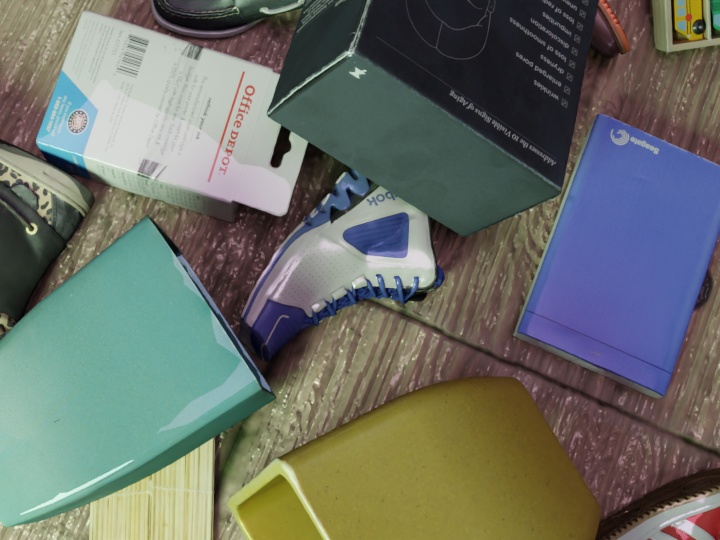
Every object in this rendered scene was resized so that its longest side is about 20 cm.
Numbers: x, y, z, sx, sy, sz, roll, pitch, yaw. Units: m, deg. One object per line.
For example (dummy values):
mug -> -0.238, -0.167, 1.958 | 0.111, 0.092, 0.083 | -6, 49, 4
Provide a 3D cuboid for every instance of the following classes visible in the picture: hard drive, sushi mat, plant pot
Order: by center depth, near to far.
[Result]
plant pot -> 0.050, 0.182, 0.851 | 0.199, 0.194, 0.197 | -31, 83, -24
plant pot -> -0.184, 0.087, 0.856 | 0.199, 0.141, 0.142 | -35, 83, -4
sushi mat -> -0.159, 0.130, 0.921 | 0.094, 0.012, 0.203 | 1, 77, -5
hard drive -> 0.222, -0.014, 0.989 | 0.131, 0.025, 0.202 | 23, 77, -1

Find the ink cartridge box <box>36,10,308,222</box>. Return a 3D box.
ink cartridge box -> -0.140, -0.114, 0.947 | 0.197, 0.068, 0.117 | 17, 77, -2

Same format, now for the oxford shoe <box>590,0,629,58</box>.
oxford shoe -> 0.144, -0.241, 1.017 | 0.200, 0.071, 0.073 | 45, 97, 8

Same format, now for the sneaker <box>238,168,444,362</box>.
sneaker -> 0.000, -0.001, 0.933 | 0.115, 0.081, 0.200 | 37, 75, 4

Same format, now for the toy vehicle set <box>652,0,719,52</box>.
toy vehicle set -> 0.307, -0.295, 1.012 | 0.123, 0.027, 0.203 | -11, 108, -9

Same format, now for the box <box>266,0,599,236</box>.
box -> 0.061, -0.168, 0.901 | 0.199, 0.123, 0.199 | 30, 59, -25

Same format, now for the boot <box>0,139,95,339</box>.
boot -> -0.321, -0.034, 0.910 | 0.198, 0.073, 0.152 | 24, 76, -7

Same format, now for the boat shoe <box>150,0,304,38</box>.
boat shoe -> -0.077, -0.245, 0.986 | 0.197, 0.060, 0.077 | -16, 80, -10

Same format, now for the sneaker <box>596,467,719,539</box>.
sneaker -> 0.241, 0.233, 0.917 | 0.198, 0.071, 0.114 | -23, 88, -16
